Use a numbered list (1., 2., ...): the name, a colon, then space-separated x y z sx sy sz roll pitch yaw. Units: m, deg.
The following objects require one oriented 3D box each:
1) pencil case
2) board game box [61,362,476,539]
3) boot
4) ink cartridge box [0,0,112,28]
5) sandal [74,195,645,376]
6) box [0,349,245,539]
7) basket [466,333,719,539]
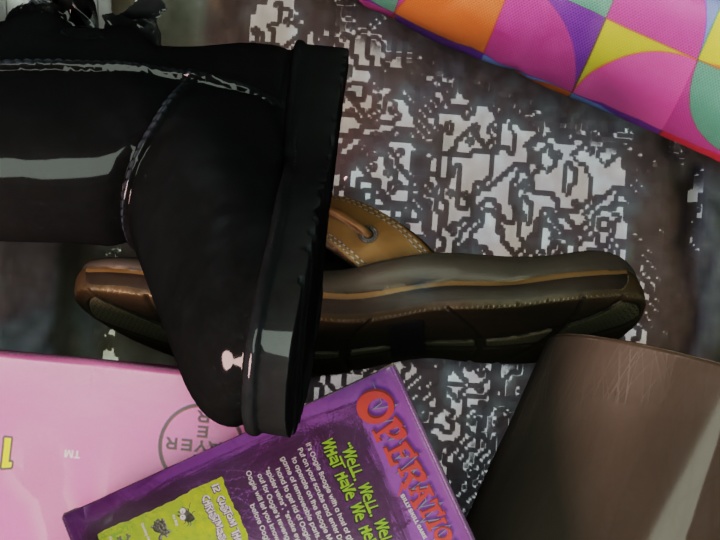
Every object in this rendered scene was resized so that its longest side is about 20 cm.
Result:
1. pencil case: 0.086 -0.104 0.939 0.199 0.088 0.089 20 86 -1
2. board game box: -0.001 0.143 0.829 0.120 0.032 0.200 -25 74 2
3. boot: -0.090 -0.024 0.862 0.162 0.199 0.074 6 127 -1
4. ink cartridge box: -0.167 -0.134 0.961 0.160 0.050 0.201 -1 105 -2
5. sandal: 0.000 0.000 0.934 0.199 0.082 0.055 -3 70 -1
6. box: -0.123 0.127 0.911 0.175 0.097 0.201 7 87 -2
7. basket: 0.090 0.132 0.903 0.180 0.136 0.201 17 82 -14
